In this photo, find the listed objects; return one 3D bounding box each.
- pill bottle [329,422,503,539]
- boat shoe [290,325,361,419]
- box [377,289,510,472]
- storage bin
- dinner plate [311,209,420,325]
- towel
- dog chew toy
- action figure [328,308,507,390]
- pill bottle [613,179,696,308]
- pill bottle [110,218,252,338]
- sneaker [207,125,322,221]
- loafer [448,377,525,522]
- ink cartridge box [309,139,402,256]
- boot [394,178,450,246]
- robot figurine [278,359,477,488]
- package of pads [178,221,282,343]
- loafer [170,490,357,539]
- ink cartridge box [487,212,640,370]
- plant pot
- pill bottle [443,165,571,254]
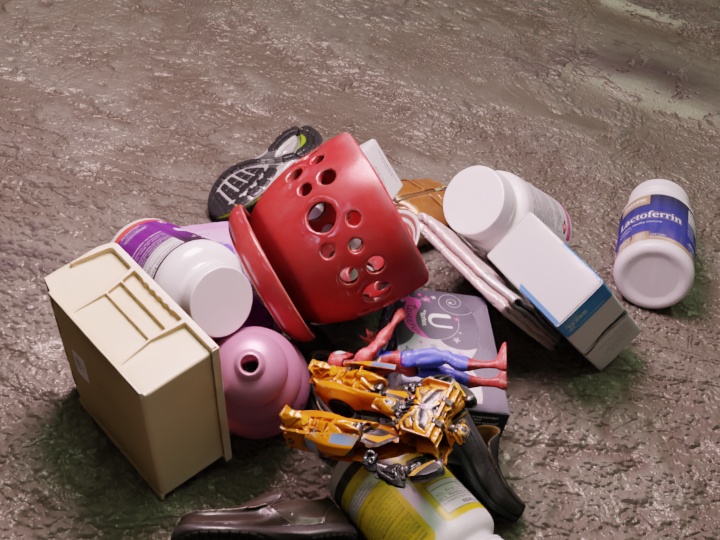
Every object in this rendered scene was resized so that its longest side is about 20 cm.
[{"bbox_3d":[0.068,0.266,1.229,0.114,0.115,0.200,-20,50,-36],"label":"pill bottle"},{"bbox_3d":[-0.035,0.131,1.390,0.074,0.074,0.201,-3,42,-22],"label":"boat shoe"},{"bbox_3d":[0.090,0.129,1.402,0.131,0.115,0.201,7,39,-11],"label":"box"},{"bbox_3d":[-0.238,0.106,1.241,0.093,0.201,0.198,-33,57,-26],"label":"storage bin"},{"bbox_3d":[0.000,0.000,1.506,0.024,0.199,0.201,50,30,-25],"label":"dinner plate"},{"bbox_3d":[0.171,0.014,1.542,0.191,0.032,0.200,46,6,32],"label":"towel"},{"bbox_3d":[-0.116,0.118,1.278,0.123,0.200,0.126,1,77,-3],"label":"dog chew toy"},{"bbox_3d":[0.063,0.084,1.305,0.198,0.066,0.100,-1,49,6],"label":"action figure"},{"bbox_3d":[0.439,-0.045,1.731,0.115,0.116,0.201,18,38,4],"label":"pill bottle"},{"bbox_3d":[-0.203,0.012,1.310,0.112,0.114,0.199,-15,21,-33],"label":"pill bottle"},{"bbox_3d":[-0.131,-0.123,1.668,0.199,0.081,0.074,-35,54,-22],"label":"sneaker"},{"bbox_3d":[0.131,0.202,1.286,0.072,0.200,0.073,-44,29,-4],"label":"loafer"},{"bbox_3d":[-0.048,-0.076,1.560,0.084,0.144,0.200,56,34,-14],"label":"ink cartridge box"},{"bbox_3d":[0.049,-0.114,1.719,0.154,0.074,0.200,-28,67,-39],"label":"boot"},{"bbox_3d":[0.021,0.151,1.207,0.198,0.059,0.146,4,45,30],"label":"robot figurine"},{"bbox_3d":[-0.187,0.024,1.467,0.119,0.076,0.201,-11,45,-24],"label":"package of pads"},{"bbox_3d":[-0.103,0.270,1.210,0.198,0.073,0.072,7,33,-25],"label":"loafer"},{"bbox_3d":[0.269,0.031,1.520,0.145,0.084,0.200,48,5,34],"label":"ink cartridge box"},{"bbox_3d":[-0.042,-0.031,1.349,0.181,0.201,0.201,-30,48,1],"label":"plant pot"},{"bbox_3d":[0.204,-0.072,1.619,0.113,0.114,0.199,47,15,34],"label":"pill bottle"}]
